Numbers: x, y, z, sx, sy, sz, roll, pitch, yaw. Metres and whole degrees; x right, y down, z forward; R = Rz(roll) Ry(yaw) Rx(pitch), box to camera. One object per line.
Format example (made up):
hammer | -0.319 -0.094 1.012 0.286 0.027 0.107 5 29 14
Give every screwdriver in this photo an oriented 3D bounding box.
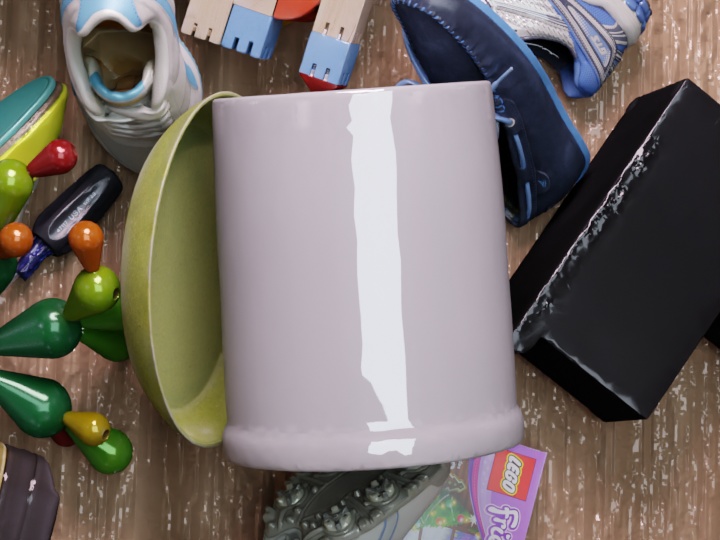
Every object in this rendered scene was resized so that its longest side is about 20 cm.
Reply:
screwdriver | -0.209 0.016 1.571 0.200 0.028 0.029 -51 126 -12

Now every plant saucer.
plant saucer | -0.092 -0.001 1.534 0.031 0.200 0.201 4 81 20

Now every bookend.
bookend | 0.203 0.026 1.641 0.200 0.092 0.199 37 78 -9

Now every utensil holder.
utensil holder | 0.000 0.000 1.494 0.169 0.170 0.201 -6 94 -15

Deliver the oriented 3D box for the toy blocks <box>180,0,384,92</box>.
toy blocks | -0.059 -0.186 1.591 0.199 0.100 0.137 20 97 12

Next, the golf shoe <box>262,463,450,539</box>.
golf shoe | -0.021 0.175 1.547 0.200 0.078 0.098 -37 123 -19

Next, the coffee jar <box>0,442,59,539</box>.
coffee jar | -0.268 0.120 1.500 0.199 0.104 0.086 17 83 -13

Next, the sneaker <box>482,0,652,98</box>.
sneaker | 0.078 -0.170 1.642 0.199 0.077 0.086 27 82 -9

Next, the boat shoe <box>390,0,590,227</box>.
boat shoe | 0.074 -0.095 1.589 0.069 0.084 0.200 -51 128 -12

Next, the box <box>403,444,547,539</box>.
box | 0.019 0.184 1.600 0.136 0.039 0.201 17 79 -12

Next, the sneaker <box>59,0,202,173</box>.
sneaker | -0.133 -0.110 1.522 0.076 0.200 0.081 -5 55 5

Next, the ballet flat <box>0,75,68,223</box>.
ballet flat | -0.236 -0.029 1.554 0.200 0.067 0.067 -40 115 -13

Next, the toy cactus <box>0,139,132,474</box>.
toy cactus | -0.197 0.031 1.527 0.164 0.102 0.201 -17 124 -1
